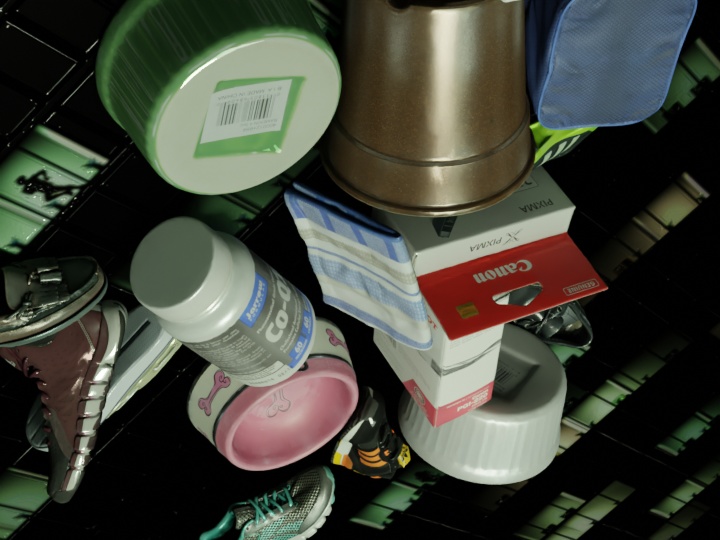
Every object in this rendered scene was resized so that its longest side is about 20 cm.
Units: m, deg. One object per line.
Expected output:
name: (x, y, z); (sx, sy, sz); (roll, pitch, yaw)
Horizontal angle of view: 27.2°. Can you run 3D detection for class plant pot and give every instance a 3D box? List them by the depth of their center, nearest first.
plant pot: (0.061, -0.185, 1.292); (0.199, 0.201, 0.199); (-19, 137, -19)

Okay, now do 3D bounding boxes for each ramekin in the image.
ramekin: (-0.113, -0.158, 1.251); (0.199, 0.098, 0.201); (-22, 145, -16)
ramekin: (0.150, 0.148, 1.770); (0.199, 0.201, 0.098); (-13, 134, -27)

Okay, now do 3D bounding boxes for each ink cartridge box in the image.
ink cartridge box: (0.137, -0.030, 1.548); (0.199, 0.177, 0.045); (-17, 143, -24)
ink cartridge box: (0.084, 0.051, 1.632); (0.084, 0.146, 0.201); (-24, 146, -18)

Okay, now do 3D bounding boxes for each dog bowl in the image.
dog bowl: (-0.091, 0.145, 1.672); (0.199, 0.074, 0.201); (-23, 145, -17)

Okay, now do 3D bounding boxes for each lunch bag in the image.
lunch bag: (0.220, -0.246, 1.392); (0.135, 0.133, 0.201); (-4, 140, -13)

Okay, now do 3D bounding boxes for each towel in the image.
towel: (0.000, 0.000, 1.509); (0.024, 0.146, 0.200); (-51, 150, -22)

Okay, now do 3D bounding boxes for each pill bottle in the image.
pill bottle: (-0.134, 0.030, 1.457); (0.114, 0.114, 0.200); (-38, 147, 7)

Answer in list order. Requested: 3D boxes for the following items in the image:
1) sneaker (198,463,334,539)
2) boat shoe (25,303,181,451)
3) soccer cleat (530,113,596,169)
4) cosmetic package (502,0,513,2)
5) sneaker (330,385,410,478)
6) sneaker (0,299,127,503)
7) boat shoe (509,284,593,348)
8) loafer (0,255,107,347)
sneaker: (-0.119, 0.310, 1.858); (0.200, 0.078, 0.091); (-42, 141, 10)
boat shoe: (-0.252, 0.114, 1.504); (0.200, 0.072, 0.062); (-41, 151, 10)
soccer cleat: (0.181, -0.132, 1.563); (0.199, 0.068, 0.081); (-30, 159, -6)
cosmetic package: (0.176, -0.342, 1.201); (0.199, 0.167, 0.168); (-14, 142, -25)
sneaker: (0.024, 0.198, 1.774); (0.200, 0.090, 0.070); (111, 3, -66)
sneaker: (-0.300, 0.114, 1.421); (0.115, 0.076, 0.201); (15, 91, -10)
boat shoe: (0.228, 0.055, 1.827); (0.074, 0.066, 0.199); (-40, 146, 11)
loafer: (-0.327, 0.030, 1.341); (0.199, 0.072, 0.063); (-23, 139, -12)
